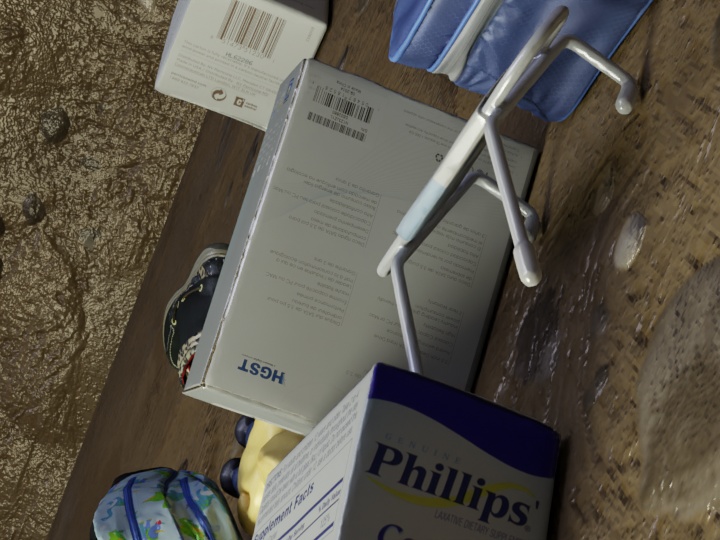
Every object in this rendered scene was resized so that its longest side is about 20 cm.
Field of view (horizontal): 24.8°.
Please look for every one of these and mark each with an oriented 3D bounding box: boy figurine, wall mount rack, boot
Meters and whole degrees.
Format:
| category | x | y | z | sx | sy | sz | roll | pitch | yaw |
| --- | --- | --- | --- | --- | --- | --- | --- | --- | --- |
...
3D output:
| category | x | y | z | sx | sy | sz | roll | pitch | yaw |
| --- | --- | --- | --- | --- | --- | --- | --- | --- | --- |
| boy figurine | -0.057 | 0.139 | 1.223 | 0.200 | 0.064 | 0.126 | 161 | 128 | -73 |
| wall mount rack | 0.066 | -0.029 | 0.832 | 0.174 | 0.074 | 0.201 | -51 | -5 | -44 |
| boot | -0.182 | 0.086 | 1.825 | 0.204 | 0.073 | 0.155 | 120 | 161 | -44 |

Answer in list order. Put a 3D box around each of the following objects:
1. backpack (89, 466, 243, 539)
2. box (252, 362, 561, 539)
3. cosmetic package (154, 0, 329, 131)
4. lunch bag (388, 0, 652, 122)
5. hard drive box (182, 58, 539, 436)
| category | x | y | z | sx | sy | sz | roll | pitch | yaw |
| --- | --- | --- | --- | --- | --- | --- | --- | --- | --- |
| backpack | -0.145 | 0.228 | 1.247 | 0.200 | 0.152 | 0.165 | 20 | -126 | -79 |
| box | 0.005 | 0.178 | 0.798 | 0.184 | 0.104 | 0.202 | 131 | 155 | -59 |
| cosmetic package | -0.140 | -0.306 | 2.009 | 0.201 | 0.166 | 0.167 | -88 | 21 | -56 |
| lunch bag | 0.089 | -0.190 | 0.925 | 0.201 | 0.131 | 0.137 | 123 | 162 | -45 |
| hard drive box | 0.000 | 0.000 | 0.971 | 0.077 | 0.154 | 0.202 | 156 | 133 | -73 |
